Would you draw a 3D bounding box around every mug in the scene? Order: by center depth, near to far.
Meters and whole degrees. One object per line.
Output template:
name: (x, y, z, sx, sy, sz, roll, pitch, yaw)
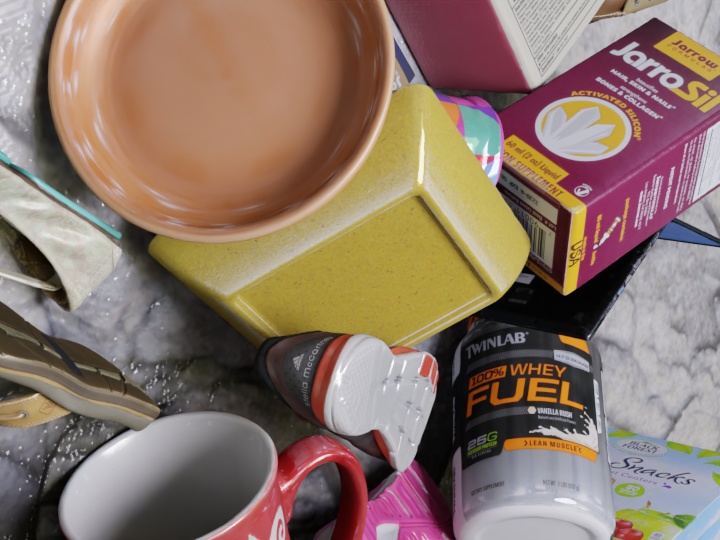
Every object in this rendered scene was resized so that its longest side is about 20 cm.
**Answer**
mug: (-0.075, 0.205, 0.775, 0.134, 0.176, 0.201, -94, 173, -62)

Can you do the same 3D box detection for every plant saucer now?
plant saucer: (-0.078, -0.112, 0.707, 0.037, 0.199, 0.202, 52, 53, -79)
plant saucer: (0.000, 0.000, 0.788, 0.199, 0.049, 0.200, -30, 141, 11)

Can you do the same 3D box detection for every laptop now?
laptop: (0.166, 0.000, 0.981, 0.200, 0.176, 0.104, -51, 130, -29)

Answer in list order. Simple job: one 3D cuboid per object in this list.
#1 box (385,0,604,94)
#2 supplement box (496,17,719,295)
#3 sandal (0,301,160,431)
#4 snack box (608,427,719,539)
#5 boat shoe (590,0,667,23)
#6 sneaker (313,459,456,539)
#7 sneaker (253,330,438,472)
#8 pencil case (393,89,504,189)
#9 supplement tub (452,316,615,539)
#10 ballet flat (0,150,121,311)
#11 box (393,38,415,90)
box: (0.082, -0.245, 0.892, 0.128, 0.108, 0.200, -52, 131, -24)
supplement box: (0.182, -0.087, 0.896, 0.199, 0.110, 0.086, -33, 144, -24)
sandal: (-0.193, 0.059, 0.688, 0.054, 0.080, 0.200, -52, 139, 2)
snack box: (0.210, 0.201, 1.049, 0.168, 0.199, 0.068, -23, 114, -43)
boat shoe: (0.241, -0.264, 1.089, 0.199, 0.074, 0.076, -30, 118, -40)
sneaker: (0.011, 0.206, 0.933, 0.082, 0.088, 0.200, 58, 24, 12)
sneaker: (-0.007, 0.073, 0.794, 0.078, 0.081, 0.200, -70, 157, -13)
pencil case: (-0.007, -0.078, 0.796, 0.199, 0.088, 0.089, 0, 98, -24)
supplement tub: (0.132, 0.120, 0.967, 0.123, 0.122, 0.201, 44, 37, -42)
ballet flat: (-0.204, -0.039, 0.656, 0.200, 0.067, 0.063, 42, 77, -43)
box: (-0.028, -0.143, 0.851, 0.121, 0.032, 0.200, -56, 133, -25)
